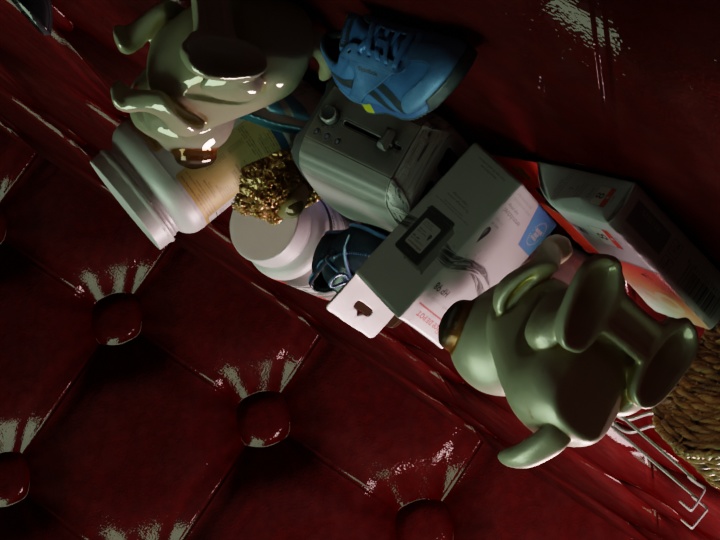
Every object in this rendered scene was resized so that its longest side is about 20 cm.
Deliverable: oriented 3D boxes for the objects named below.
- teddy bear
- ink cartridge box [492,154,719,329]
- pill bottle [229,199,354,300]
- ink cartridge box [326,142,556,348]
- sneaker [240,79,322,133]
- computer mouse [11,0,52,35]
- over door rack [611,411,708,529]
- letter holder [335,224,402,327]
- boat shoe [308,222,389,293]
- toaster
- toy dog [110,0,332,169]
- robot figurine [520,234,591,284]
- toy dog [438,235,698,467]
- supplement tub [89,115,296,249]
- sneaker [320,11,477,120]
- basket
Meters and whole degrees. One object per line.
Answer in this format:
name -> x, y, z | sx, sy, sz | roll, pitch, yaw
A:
teddy bear -> -0.057, -0.092, 1.540 | 0.200, 0.144, 0.067 | -12, -101, -82
ink cartridge box -> 0.208, -0.028, 1.268 | 0.162, 0.050, 0.199 | 41, 167, -31
pill bottle -> -0.070, -0.036, 1.776 | 0.113, 0.115, 0.200 | 29, -177, 30
ink cartridge box -> 0.075, -0.005, 1.311 | 0.067, 0.200, 0.116 | 45, -176, 29
sneaker -> -0.094, -0.189, 1.475 | 0.199, 0.081, 0.076 | 17, 176, -22
computer mouse -> -0.449, -0.388, 1.834 | 0.200, 0.046, 0.140 | 49, 172, -14
over door rack -> 0.372, 0.216, 1.806 | 0.200, 0.066, 0.148 | 54, 180, 24
letter holder -> 0.067, -0.007, 1.614 | 0.142, 0.101, 0.200 | 32, 158, 5
boat shoe -> 0.000, 0.000, 1.458 | 0.084, 0.069, 0.200 | 28, 170, -10
toaster -> 0.034, -0.093, 1.367 | 0.129, 0.114, 0.200 | 27, 170, 29
toy dog -> -0.140, -0.184, 1.329 | 0.193, 0.141, 0.200 | -2, 157, -35
robot figurine -> 0.173, 0.020, 1.443 | 0.199, 0.113, 0.170 | 30, 169, 28
toy dog -> 0.157, 0.071, 1.227 | 0.139, 0.195, 0.200 | 26, 176, -27
supplement tub -> -0.179, -0.133, 1.578 | 0.145, 0.200, 0.145 | 49, 172, 10
sneaker -> 0.021, -0.169, 1.159 | 0.078, 0.066, 0.200 | 42, 170, -21
basket -> 0.371, 0.145, 1.273 | 0.149, 0.143, 0.200 | 38, 171, -16
